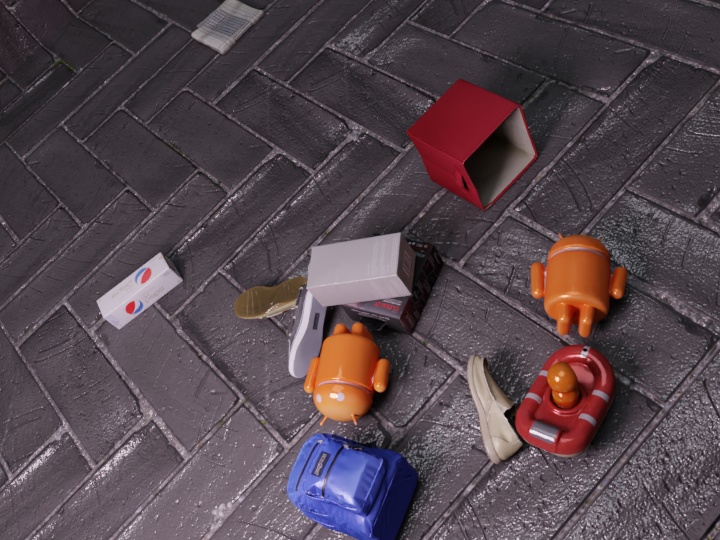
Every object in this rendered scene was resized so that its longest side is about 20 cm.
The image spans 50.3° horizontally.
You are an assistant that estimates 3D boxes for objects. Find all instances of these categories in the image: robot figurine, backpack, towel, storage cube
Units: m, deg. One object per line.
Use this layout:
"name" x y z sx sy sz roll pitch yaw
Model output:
"robot figurine" 0.398 0.020 1.400 0.144 0.117 0.200 -23 46 46
"backpack" -0.027 0.365 1.342 0.200 0.168 0.163 9 56 35
"towel" -0.419 -0.768 2.382 0.193 0.035 0.200 -47 51 -9
"robot figurine" -0.025 0.201 1.472 0.144 0.117 0.200 16 60 -9
"storage cube" 0.240 -0.270 1.636 0.200 0.171 0.180 -47 50 -8

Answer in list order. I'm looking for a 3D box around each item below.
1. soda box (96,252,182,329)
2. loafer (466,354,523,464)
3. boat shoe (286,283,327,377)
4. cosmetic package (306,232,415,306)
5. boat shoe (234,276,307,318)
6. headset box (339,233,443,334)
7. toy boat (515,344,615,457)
"soda box" -0.538 0.049 1.869 0.200 0.064 0.068 -37 50 -2
"loafer" 0.240 0.240 1.359 0.068 0.076 0.200 -18 62 13
"boat shoe" -0.123 0.121 1.598 0.066 0.070 0.200 6 83 43
"cosmetic package" 0.000 0.000 1.529 0.200 0.090 0.107 -9 55 26
"boat shoe" -0.187 0.066 1.699 0.200 0.063 0.073 -20 64 21
"headset box" 0.061 0.035 1.578 0.148 0.075 0.200 13 65 32
"toy boat" 0.343 0.201 1.282 0.130 0.131 0.200 18 54 33
